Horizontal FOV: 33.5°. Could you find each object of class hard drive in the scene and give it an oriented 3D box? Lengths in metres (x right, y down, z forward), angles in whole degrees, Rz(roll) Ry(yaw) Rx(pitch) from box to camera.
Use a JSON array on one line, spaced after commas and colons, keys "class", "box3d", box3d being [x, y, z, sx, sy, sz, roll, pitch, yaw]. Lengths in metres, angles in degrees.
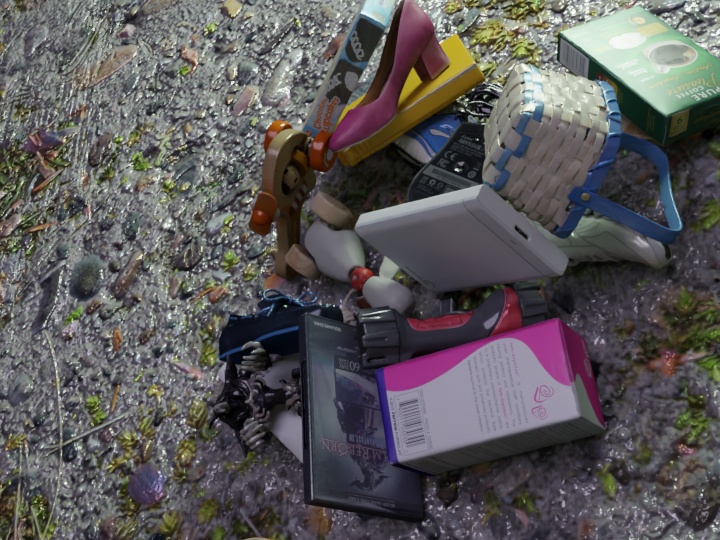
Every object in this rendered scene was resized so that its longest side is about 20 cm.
[{"class": "hard drive", "box3d": [-0.068, 0.127, 1.384, 0.132, 0.026, 0.200, -48, 48, -4]}, {"class": "hard drive", "box3d": [0.100, -0.028, 1.240, 0.199, 0.132, 0.027, -10, 49, 54]}]

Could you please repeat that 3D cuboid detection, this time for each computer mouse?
[{"class": "computer mouse", "box3d": [0.131, -0.109, 1.316, 0.138, 0.053, 0.200, 31, 70, 34]}]

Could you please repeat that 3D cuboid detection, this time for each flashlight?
[{"class": "flashlight", "box3d": [0.093, 0.054, 1.244, 0.198, 0.068, 0.068, -4, 18, -11]}]

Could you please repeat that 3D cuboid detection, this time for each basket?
[{"class": "basket", "box3d": [0.224, -0.112, 1.198, 0.177, 0.199, 0.140, -78, 8, -58]}]

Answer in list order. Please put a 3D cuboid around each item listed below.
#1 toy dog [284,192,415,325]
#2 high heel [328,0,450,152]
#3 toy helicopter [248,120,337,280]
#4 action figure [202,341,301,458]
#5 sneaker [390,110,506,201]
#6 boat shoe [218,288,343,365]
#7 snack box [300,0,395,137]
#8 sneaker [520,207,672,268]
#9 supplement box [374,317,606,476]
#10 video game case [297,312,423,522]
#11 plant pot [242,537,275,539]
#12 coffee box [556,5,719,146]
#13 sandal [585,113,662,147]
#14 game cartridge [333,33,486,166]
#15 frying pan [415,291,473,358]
[{"class": "toy dog", "box3d": [0.000, 0.000, 1.390, 0.132, 0.096, 0.201, -42, 58, 26]}, {"class": "high heel", "box3d": [0.018, -0.226, 1.389, 0.200, 0.096, 0.067, -42, 21, -16]}, {"class": "toy helicopter", "box3d": [-0.089, -0.070, 1.420, 0.078, 0.201, 0.132, 16, 38, 20]}, {"class": "action figure", "box3d": [-0.100, 0.136, 1.310, 0.199, 0.102, 0.120, -16, 75, 19]}, {"class": "sneaker", "box3d": [0.114, -0.145, 1.417, 0.089, 0.079, 0.200, -49, 48, -2]}, {"class": "boat shoe", "box3d": [-0.099, 0.056, 1.350, 0.199, 0.084, 0.069, -15, 64, 40]}, {"class": "snack box", "box3d": [-0.017, -0.242, 1.445, 0.201, 0.037, 0.116, -60, 8, 35]}, {"class": "sneaker", "box3d": [0.243, -0.036, 1.277, 0.200, 0.075, 0.081, 29, 90, 45]}, {"class": "supplement box", "box3d": [0.130, 0.130, 1.196, 0.199, 0.103, 0.102, -18, 67, 22]}, {"class": "video game case", "box3d": [0.000, 0.152, 1.239, 0.019, 0.142, 0.201, -34, 50, 43]}, {"class": "plant pot", "box3d": [-0.063, 0.343, 1.132, 0.199, 0.183, 0.201, -16, 53, 22]}, {"class": "coffee box", "box3d": [0.321, -0.220, 1.328, 0.122, 0.044, 0.200, -22, 45, -20]}, {"class": "sandal", "box3d": [0.254, -0.181, 1.358, 0.210, 0.070, 0.078, 4, 62, 34]}, {"class": "game cartridge", "box3d": [0.054, -0.210, 1.480, 0.199, 0.033, 0.177, -34, 20, 11]}, {"class": "frying pan", "box3d": [0.111, 0.057, 1.320, 0.114, 0.031, 0.191, 7, 68, 34]}]
